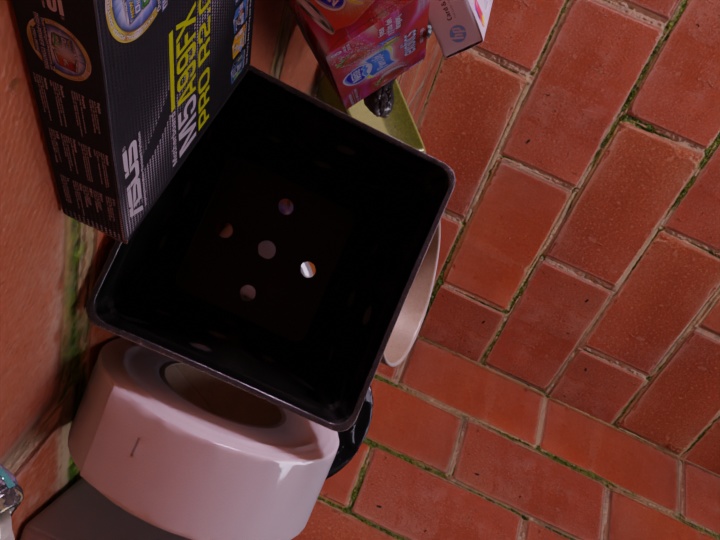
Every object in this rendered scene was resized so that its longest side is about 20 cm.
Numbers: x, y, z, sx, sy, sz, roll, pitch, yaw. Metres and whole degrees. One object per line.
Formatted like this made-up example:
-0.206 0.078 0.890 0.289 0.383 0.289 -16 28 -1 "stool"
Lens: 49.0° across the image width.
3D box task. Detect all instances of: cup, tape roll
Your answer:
0.000 0.000 0.957 0.200 0.141 0.204 13 90 -71 "cup"
-0.119 0.125 0.612 0.202 0.200 0.072 -41 156 -82 "tape roll"

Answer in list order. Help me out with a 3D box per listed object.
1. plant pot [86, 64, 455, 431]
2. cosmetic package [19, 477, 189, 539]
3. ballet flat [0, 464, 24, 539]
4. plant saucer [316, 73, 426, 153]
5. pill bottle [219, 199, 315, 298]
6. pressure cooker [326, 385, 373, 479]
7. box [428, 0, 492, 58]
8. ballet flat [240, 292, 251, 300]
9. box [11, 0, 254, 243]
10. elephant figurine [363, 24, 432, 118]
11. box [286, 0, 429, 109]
-0.071 -0.019 0.621 0.202 0.197 0.177 -66 -170 -5 "plant pot"
-0.198 0.282 0.695 0.200 0.163 0.167 -47 161 -77 "cosmetic package"
-0.229 0.191 0.420 0.072 0.071 0.203 -44 157 -81 "ballet flat"
0.010 -0.199 1.048 0.202 0.047 0.201 64 28 -23 "plant saucer"
-0.068 -0.069 0.854 0.113 0.111 0.202 109 5 -53 "pill bottle"
-0.092 0.133 0.914 0.178 0.177 0.200 -39 -153 -11 "pressure cooker"
0.058 -0.305 0.681 0.041 0.202 0.157 -19 -154 24 "box"
-0.134 0.033 1.003 0.201 0.068 0.070 92 21 -69 "ballet flat"
-0.104 -0.135 0.403 0.201 0.044 0.162 108 6 -56 "box"
0.035 -0.280 0.821 0.141 0.156 0.201 -36 -166 25 "elephant figurine"
-0.005 -0.220 0.667 0.094 0.101 0.200 -30 179 3 "box"
